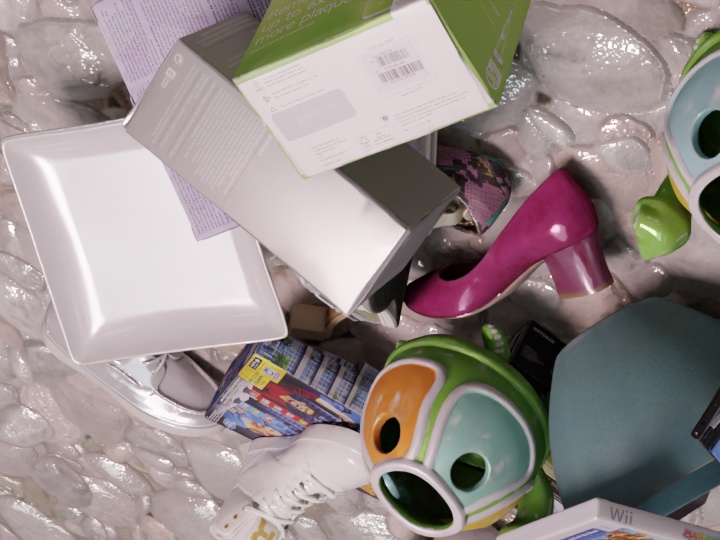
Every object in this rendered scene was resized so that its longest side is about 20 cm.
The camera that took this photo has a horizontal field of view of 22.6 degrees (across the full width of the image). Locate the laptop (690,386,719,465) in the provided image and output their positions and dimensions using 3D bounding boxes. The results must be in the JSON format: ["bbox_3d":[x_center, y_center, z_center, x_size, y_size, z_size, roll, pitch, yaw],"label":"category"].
[{"bbox_3d":[0.322,0.067,1.195,0.116,0.188,0.200,38,166,13],"label":"laptop"}]

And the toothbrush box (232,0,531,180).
[{"bbox_3d":[0.024,-0.166,1.127,0.145,0.201,0.086,-18,121,31],"label":"toothbrush box"}]

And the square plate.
[{"bbox_3d":[-0.168,-0.029,1.429,0.197,0.028,0.201,-8,111,20],"label":"square plate"}]

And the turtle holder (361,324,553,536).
[{"bbox_3d":[0.074,0.146,1.405,0.140,0.132,0.186,6,133,28],"label":"turtle holder"}]

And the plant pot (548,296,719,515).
[{"bbox_3d":[0.219,0.100,1.342,0.135,0.199,0.200,61,144,16],"label":"plant pot"}]

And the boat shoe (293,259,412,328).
[{"bbox_3d":[0.000,0.002,1.348,0.064,0.075,0.202,12,-178,10],"label":"boat shoe"}]

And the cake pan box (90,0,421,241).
[{"bbox_3d":[-0.076,-0.141,1.276,0.183,0.052,0.201,-21,98,27],"label":"cake pan box"}]

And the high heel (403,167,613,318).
[{"bbox_3d":[0.100,-0.021,1.377,0.199,0.067,0.097,-11,106,38],"label":"high heel"}]

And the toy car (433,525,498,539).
[{"bbox_3d":[0.097,0.341,1.678,0.200,0.150,0.175,37,141,-9],"label":"toy car"}]

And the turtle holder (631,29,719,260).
[{"bbox_3d":[0.246,-0.081,1.150,0.184,0.132,0.141,-3,131,34],"label":"turtle holder"}]

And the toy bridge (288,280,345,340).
[{"bbox_3d":[-0.017,0.001,1.471,0.067,0.027,0.200,7,148,-4],"label":"toy bridge"}]

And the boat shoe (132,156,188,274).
[{"bbox_3d":[-0.142,-0.024,1.490,0.074,0.086,0.203,8,136,25],"label":"boat shoe"}]

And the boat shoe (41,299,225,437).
[{"bbox_3d":[-0.202,0.079,1.659,0.199,0.072,0.069,36,146,9],"label":"boat shoe"}]

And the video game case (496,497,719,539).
[{"bbox_3d":[0.214,0.205,1.273,0.199,0.018,0.143,17,156,-20],"label":"video game case"}]

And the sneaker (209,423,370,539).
[{"bbox_3d":[-0.056,0.198,1.534,0.074,0.116,0.200,38,152,-19],"label":"sneaker"}]

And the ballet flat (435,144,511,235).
[{"bbox_3d":[0.013,-0.070,1.355,0.199,0.071,0.069,16,142,18],"label":"ballet flat"}]

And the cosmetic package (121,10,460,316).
[{"bbox_3d":[-0.043,-0.074,1.196,0.200,0.107,0.090,43,118,7],"label":"cosmetic package"}]

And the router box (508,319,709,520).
[{"bbox_3d":[0.173,0.149,1.501,0.199,0.052,0.157,37,140,-6],"label":"router box"}]

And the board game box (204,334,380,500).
[{"bbox_3d":[-0.019,0.127,1.569,0.199,0.062,0.200,30,155,-6],"label":"board game box"}]

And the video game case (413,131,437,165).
[{"bbox_3d":[-0.038,-0.127,1.305,0.199,0.023,0.184,10,110,23],"label":"video game case"}]
